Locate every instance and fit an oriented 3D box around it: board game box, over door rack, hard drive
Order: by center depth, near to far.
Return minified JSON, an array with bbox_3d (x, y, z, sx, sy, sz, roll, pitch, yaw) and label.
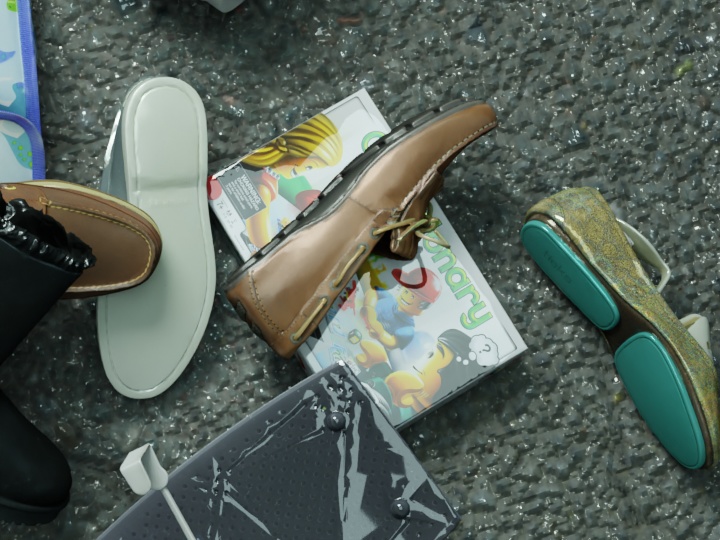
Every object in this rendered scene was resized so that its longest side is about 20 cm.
[{"bbox_3d":[-0.138,0.201,1.094,0.148,0.067,0.200,-27,111,7],"label":"over door rack"},{"bbox_3d":[-0.053,0.161,1.156,0.200,0.042,0.135,-37,84,2],"label":"hard drive"},{"bbox_3d":[0.000,0.000,1.214,0.126,0.035,0.200,-31,83,-11],"label":"board game box"}]

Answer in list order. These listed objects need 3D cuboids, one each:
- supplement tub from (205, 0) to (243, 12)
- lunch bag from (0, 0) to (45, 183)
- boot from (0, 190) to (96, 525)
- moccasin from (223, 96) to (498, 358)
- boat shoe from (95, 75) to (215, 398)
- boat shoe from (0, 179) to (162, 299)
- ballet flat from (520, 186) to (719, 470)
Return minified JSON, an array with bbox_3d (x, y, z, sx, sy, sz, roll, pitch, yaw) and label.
[{"bbox_3d":[-0.130,-0.270,1.201,0.200,0.145,0.145,37,78,3],"label":"supplement tub"},{"bbox_3d":[-0.280,-0.098,1.170,0.170,0.127,0.200,-3,94,-9],"label":"lunch bag"},{"bbox_3d":[-0.209,0.044,1.074,0.198,0.073,0.163,30,103,-32],"label":"boot"},{"bbox_3d":[0.011,-0.028,1.166,0.201,0.074,0.078,-44,95,-16],"label":"moccasin"},{"bbox_3d":[-0.131,-0.022,1.193,0.073,0.062,0.200,2,98,-19],"label":"boat shoe"},{"bbox_3d":[-0.214,-0.017,1.111,0.200,0.068,0.072,9,103,-13],"label":"boat shoe"},{"bbox_3d":[0.182,0.030,1.212,0.071,0.071,0.200,-34,83,-11],"label":"ballet flat"}]
